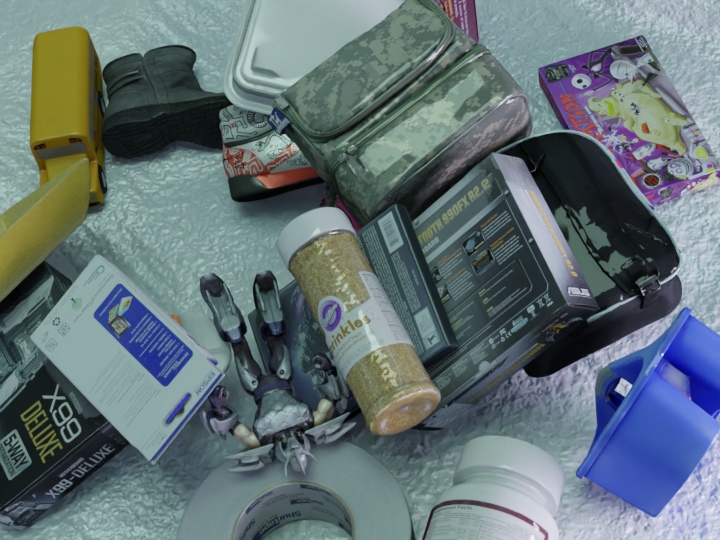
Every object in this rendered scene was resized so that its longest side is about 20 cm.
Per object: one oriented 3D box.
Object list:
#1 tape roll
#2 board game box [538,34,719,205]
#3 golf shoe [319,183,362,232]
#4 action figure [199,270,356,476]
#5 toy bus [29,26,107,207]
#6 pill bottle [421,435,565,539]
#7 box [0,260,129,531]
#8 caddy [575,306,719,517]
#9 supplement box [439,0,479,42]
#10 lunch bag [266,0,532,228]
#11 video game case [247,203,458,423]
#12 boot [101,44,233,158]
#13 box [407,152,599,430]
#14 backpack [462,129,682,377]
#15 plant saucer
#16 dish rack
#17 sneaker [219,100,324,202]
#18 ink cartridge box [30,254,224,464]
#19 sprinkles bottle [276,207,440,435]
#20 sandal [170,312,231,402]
[{"bbox_3d":[-0.052,0.240,1.380,0.200,0.066,0.201,-5,53,7],"label":"tape roll"},{"bbox_3d":[0.269,-0.148,1.646,0.120,0.032,0.200,-21,53,-2],"label":"board game box"},{"bbox_3d":[0.000,0.000,1.556,0.092,0.073,0.200,2,60,-8],"label":"golf shoe"},{"bbox_3d":[-0.081,0.093,1.414,0.130,0.069,0.200,-13,56,-14],"label":"action figure"},{"bbox_3d":[-0.307,-0.157,1.712,0.065,0.078,0.200,-9,52,2],"label":"toy bus"},{"bbox_3d":[0.099,0.242,1.326,0.109,0.110,0.200,10,55,16],"label":"pill bottle"},{"bbox_3d":[-0.300,0.113,1.497,0.158,0.050,0.200,-38,54,5],"label":"box"},{"bbox_3d":[0.243,0.114,1.353,0.105,0.200,0.141,32,64,9],"label":"caddy"},{"bbox_3d":[0.007,-0.255,1.719,0.200,0.103,0.131,-34,56,-15],"label":"supplement box"},{"bbox_3d":[0.035,-0.145,1.505,0.200,0.139,0.168,-38,70,-1],"label":"lunch bag"},{"bbox_3d":[-0.011,0.053,1.449,0.200,0.019,0.143,-37,61,33],"label":"video game case"},{"bbox_3d":[-0.179,-0.192,1.729,0.200,0.070,0.132,-4,46,0],"label":"boot"},{"bbox_3d":[0.091,0.021,1.408,0.200,0.048,0.159,-41,58,30],"label":"box"},{"bbox_3d":[0.180,-0.020,1.479,0.177,0.151,0.200,-28,67,-5],"label":"backpack"},{"bbox_3d":[-0.350,-0.008,1.559,0.200,0.048,0.200,-24,20,51],"label":"plant saucer"},{"bbox_3d":[-0.025,-0.226,1.612,0.200,0.044,0.172,13,66,2],"label":"dish rack"},{"bbox_3d":[-0.044,-0.142,1.629,0.201,0.067,0.108,-13,85,9],"label":"sneaker"},{"bbox_3d":[-0.195,0.079,1.404,0.099,0.039,0.200,-50,53,0],"label":"ink cartridge box"},{"bbox_3d":[-0.003,0.041,1.387,0.068,0.068,0.200,-24,62,-9],"label":"sprinkles bottle"},{"bbox_3d":[-0.201,0.098,1.519,0.206,0.059,0.079,-17,60,23],"label":"sandal"}]
